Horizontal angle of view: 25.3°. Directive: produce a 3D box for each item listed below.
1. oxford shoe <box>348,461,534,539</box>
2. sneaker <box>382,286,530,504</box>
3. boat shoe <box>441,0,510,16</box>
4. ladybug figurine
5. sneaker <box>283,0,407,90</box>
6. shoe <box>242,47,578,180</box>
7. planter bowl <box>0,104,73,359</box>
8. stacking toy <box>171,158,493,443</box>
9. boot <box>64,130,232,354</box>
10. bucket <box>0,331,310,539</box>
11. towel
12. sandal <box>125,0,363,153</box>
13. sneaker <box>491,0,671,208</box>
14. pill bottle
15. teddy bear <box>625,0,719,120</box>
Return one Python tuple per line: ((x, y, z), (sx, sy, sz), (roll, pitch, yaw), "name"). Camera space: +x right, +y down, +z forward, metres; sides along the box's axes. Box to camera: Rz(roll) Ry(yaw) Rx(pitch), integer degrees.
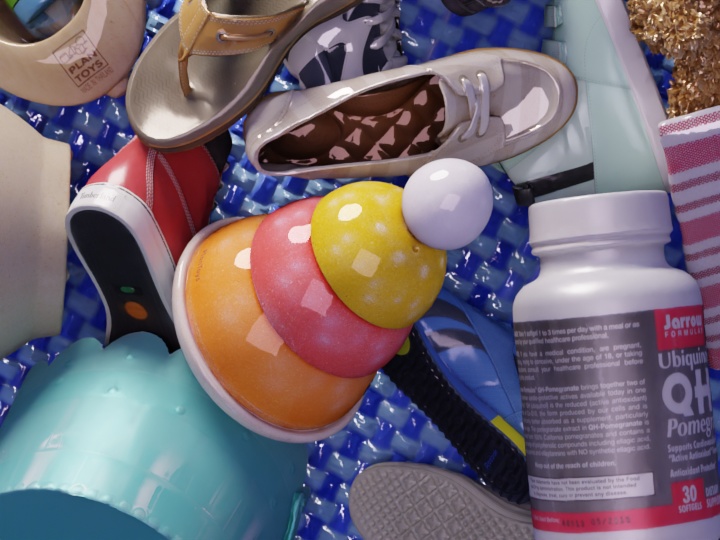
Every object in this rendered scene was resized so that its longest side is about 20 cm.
((0.087, 0.170, 1.024), (0.199, 0.058, 0.076), (12, 96, 20), "oxford shoe")
((0.067, 0.052, 1.015), (0.078, 0.066, 0.200), (-35, 76, -31), "sneaker")
((0.067, -0.252, 0.963), (0.073, 0.060, 0.202), (1, 76, -32), "boat shoe")
((-0.207, -0.190, 1.006), (0.135, 0.072, 0.201), (-34, 91, 9), "ladybug figurine")
((0.011, -0.166, 0.979), (0.129, 0.079, 0.200), (-42, 80, 18), "sneaker")
((0.029, -0.084, 0.927), (0.198, 0.053, 0.070), (-9, 105, 4), "shoe")
((-0.245, -0.022, 0.981), (0.134, 0.200, 0.202), (3, 97, -13), "planter bowl")
((0.000, 0.000, 0.911), (0.200, 0.146, 0.147), (-33, 92, 40), "stacking toy")
((-0.109, -0.012, 1.018), (0.072, 0.145, 0.201), (8, 135, 21), "boot")
((-0.142, 0.155, 0.969), (0.206, 0.135, 0.208), (9, 127, 12), "bucket")
((0.259, -0.030, 0.942), (0.145, 0.030, 0.201), (-15, 129, 9), "towel")
((-0.063, -0.151, 0.921), (0.200, 0.054, 0.081), (-38, 64, 11), "sandal")
((0.111, -0.124, 0.976), (0.117, 0.074, 0.202), (-21, 92, 12), "sneaker")
((0.145, 0.058, 0.923), (0.110, 0.111, 0.202), (-6, 88, 7), "pill bottle")
((0.194, -0.166, 0.928), (0.066, 0.145, 0.201), (-12, 97, 40), "teddy bear")
